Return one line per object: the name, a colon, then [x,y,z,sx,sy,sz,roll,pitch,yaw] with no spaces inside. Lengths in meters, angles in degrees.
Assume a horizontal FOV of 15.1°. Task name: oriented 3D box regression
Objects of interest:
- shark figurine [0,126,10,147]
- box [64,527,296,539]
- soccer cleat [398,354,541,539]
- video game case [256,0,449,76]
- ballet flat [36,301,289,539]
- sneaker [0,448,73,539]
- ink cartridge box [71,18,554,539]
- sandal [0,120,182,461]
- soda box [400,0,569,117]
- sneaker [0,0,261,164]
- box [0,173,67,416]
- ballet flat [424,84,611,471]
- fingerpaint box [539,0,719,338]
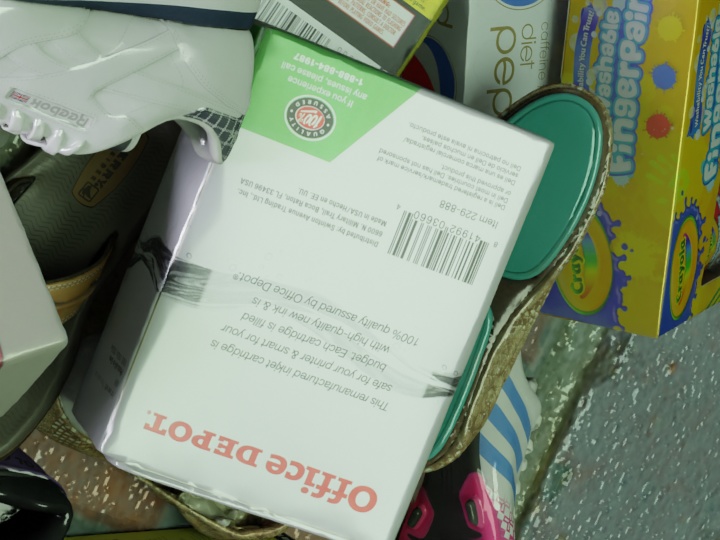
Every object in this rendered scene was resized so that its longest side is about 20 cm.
shark figurine: [-0.212,-0.124,1.123,0.214,0.089,0.128,10,98,-40]
box: [-0.118,0.169,1.313,0.200,0.050,0.075,-2,107,-37]
soccer cleat: [0.065,0.102,1.415,0.086,0.070,0.200,-28,126,-44]
video game case: [-0.037,-0.180,1.227,0.200,0.026,0.181,34,88,-20]
ballet flat: [-0.097,0.068,1.281,0.200,0.065,0.071,36,74,-37]
sneaker: [-0.222,0.116,1.193,0.200,0.088,0.076,-16,115,-32]
ink cartridge box: [-0.024,0.005,1.206,0.146,0.084,0.200,21,94,-19]
sandal: [-0.140,-0.005,1.214,0.082,0.055,0.200,37,78,0]
soda box: [0.061,-0.127,1.336,0.068,0.064,0.200,-9,111,-34]
sneaker: [-0.133,-0.085,1.084,0.200,0.076,0.081,3,104,-26]
box: [-0.241,0.017,1.098,0.200,0.109,0.128,-19,79,-29]
ballet flat: [0.061,0.002,1.300,0.200,0.070,0.065,-60,170,7]
fingerpaint box: [0.162,-0.083,1.378,0.167,0.073,0.200,-21,120,-60]
